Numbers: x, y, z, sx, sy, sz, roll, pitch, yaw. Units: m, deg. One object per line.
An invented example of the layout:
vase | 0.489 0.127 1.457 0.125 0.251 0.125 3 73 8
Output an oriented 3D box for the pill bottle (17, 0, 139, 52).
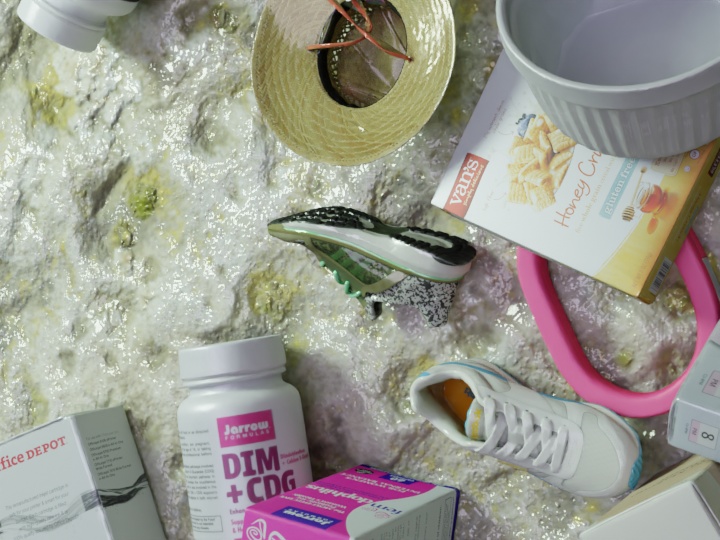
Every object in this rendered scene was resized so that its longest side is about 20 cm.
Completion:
pill bottle | -0.244 -0.312 1.113 0.111 0.111 0.200 40 109 20

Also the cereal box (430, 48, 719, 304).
cereal box | 0.167 -0.077 0.922 0.200 0.040 0.144 26 92 33

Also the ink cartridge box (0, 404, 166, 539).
ink cartridge box | -0.283 0.252 1.175 0.145 0.084 0.200 -23 82 27

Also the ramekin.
ramekin | 0.206 -0.175 0.853 0.200 0.105 0.200 -10 56 15

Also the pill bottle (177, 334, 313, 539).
pill bottle | -0.103 0.163 1.061 0.113 0.113 0.200 -10 88 27

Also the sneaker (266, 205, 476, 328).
sneaker | 0.000 0.000 1.028 0.200 0.077 0.089 17 108 28

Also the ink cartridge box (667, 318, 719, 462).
ink cartridge box | 0.333 0.090 0.808 0.200 0.163 0.057 16 128 28

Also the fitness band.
fitness band | 0.206 0.019 0.938 0.144 0.037 0.200 -28 78 26

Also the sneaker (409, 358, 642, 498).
sneaker | 0.128 0.129 0.938 0.200 0.081 0.077 20 104 39

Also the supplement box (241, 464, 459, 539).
supplement box | -0.007 0.233 0.966 0.101 0.200 0.104 10 97 26

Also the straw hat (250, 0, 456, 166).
straw hat | 0.010 -0.183 1.004 0.201 0.085 0.201 -1 87 25

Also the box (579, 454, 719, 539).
box | 0.239 0.180 0.836 0.095 0.200 0.078 -33 77 25
